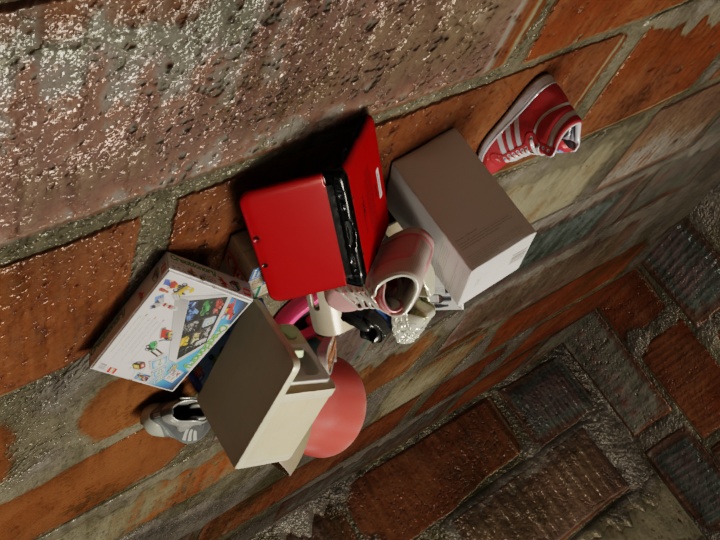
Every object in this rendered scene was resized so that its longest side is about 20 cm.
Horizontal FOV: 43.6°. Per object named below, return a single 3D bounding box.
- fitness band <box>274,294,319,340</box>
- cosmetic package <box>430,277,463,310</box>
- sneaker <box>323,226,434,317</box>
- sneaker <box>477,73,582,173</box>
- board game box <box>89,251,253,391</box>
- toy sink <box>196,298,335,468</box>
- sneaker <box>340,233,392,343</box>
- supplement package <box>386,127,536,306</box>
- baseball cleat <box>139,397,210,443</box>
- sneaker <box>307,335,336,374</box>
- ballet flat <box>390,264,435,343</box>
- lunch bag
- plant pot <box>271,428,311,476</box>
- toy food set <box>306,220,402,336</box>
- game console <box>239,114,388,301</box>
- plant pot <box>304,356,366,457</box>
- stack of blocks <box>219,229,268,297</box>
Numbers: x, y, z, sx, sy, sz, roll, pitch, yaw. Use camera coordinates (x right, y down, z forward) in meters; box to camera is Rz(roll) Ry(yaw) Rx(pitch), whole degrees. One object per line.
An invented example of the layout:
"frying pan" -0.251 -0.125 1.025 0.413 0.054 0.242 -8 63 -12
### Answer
"fitness band" -0.062 0.056 1.531 0.199 0.038 0.144 -39 162 3
"cosmetic package" 0.126 -0.024 1.470 0.081 0.051 0.202 -3 129 7
"sneaker" 0.015 0.025 1.238 0.199 0.075 0.106 -31 -149 35
"sneaker" 0.263 -0.192 1.396 0.071 0.113 0.201 -19 155 -39
"board game box" -0.243 0.071 1.151 0.125 0.035 0.200 23 124 -36
"toy sink" -0.121 0.152 1.247 0.111 0.131 0.202 0 129 -44
"sneaker" 0.012 0.027 1.348 0.111 0.076 0.202 -46 139 -22
"supplement package" 0.140 -0.078 1.307 0.119 0.201 0.122 -30 161 -16
"baseball cleat" -0.283 0.252 1.519 0.105 0.071 0.200 -14 169 18
"sneaker" -0.085 0.142 1.632 0.078 0.073 0.200 -2 -173 5
"ballet flat" 0.080 0.036 1.319 0.071 0.072 0.203 -26 130 -27
"lunch bag" -0.202 0.135 1.421 0.149 0.095 0.200 -30 175 -13
"plant pot" -0.154 0.231 1.533 0.135 0.199 0.201 -50 166 -17
"toy food set" 0.000 0.000 1.419 0.198 0.060 0.146 -26 126 -25
"game console" -0.050 -0.076 1.140 0.202 0.117 0.174 79 28 -49
"plant pot" -0.114 0.254 1.703 0.200 0.202 0.176 -42 153 18
"stack of blocks" -0.092 -0.027 1.236 0.198 0.059 0.116 -24 158 -33
